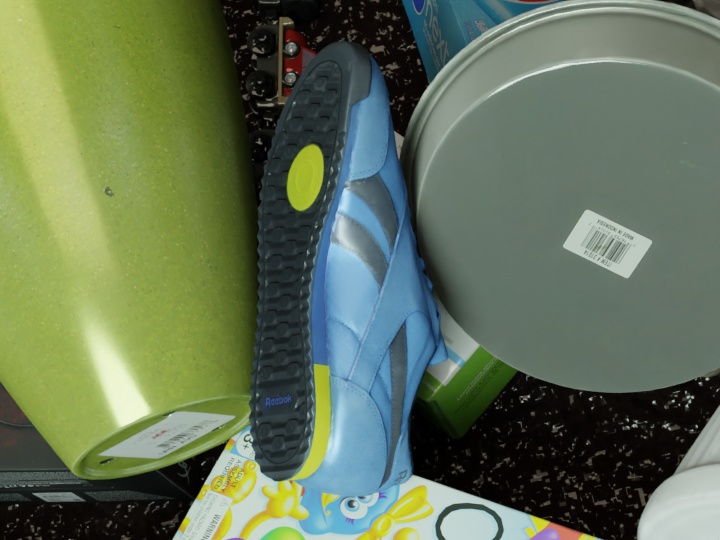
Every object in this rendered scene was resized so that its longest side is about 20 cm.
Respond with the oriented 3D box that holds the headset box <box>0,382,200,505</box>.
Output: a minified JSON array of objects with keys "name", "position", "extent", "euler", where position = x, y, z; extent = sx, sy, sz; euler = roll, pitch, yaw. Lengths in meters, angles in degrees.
[{"name":"headset box","position":[-0.162,0.023,0.939],"extent":[0.149,0.077,0.200],"euler":[-2,69,14]}]

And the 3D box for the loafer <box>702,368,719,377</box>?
[{"name":"loafer","position":[0.137,-0.025,0.819],"extent":[0.072,0.200,0.063],"euler":[-6,49,45]}]

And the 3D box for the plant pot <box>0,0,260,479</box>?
[{"name":"plant pot","position":[-0.120,-0.011,0.811],"extent":[0.187,0.187,0.200],"euler":[-24,72,4]}]

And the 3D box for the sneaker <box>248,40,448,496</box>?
[{"name":"sneaker","position":[0.000,0.000,0.768],"extent":[0.066,0.078,0.201],"euler":[-7,78,58]}]

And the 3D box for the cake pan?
[{"name":"cake pan","position":[0.113,-0.024,0.774],"extent":[0.200,0.201,0.037],"euler":[-2,32,13]}]

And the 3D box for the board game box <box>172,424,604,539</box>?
[{"name":"board game box","position":[0.019,0.160,0.794],"extent":[0.200,0.105,0.103],"euler":[15,64,32]}]

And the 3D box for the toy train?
[{"name":"toy train","position":[-0.043,-0.111,0.990],"extent":[0.046,0.034,0.200],"euler":[0,67,1]}]

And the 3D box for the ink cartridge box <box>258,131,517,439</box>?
[{"name":"ink cartridge box","position":[0.054,-0.037,0.909],"extent":[0.148,0.076,0.200],"euler":[37,82,24]}]

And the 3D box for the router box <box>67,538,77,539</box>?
[{"name":"router box","position":[-0.088,0.233,0.775],"extent":[0.051,0.149,0.200],"euler":[-28,65,3]}]

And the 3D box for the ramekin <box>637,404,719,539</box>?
[{"name":"ramekin","position":[0.229,0.115,0.744],"extent":[0.202,0.202,0.094],"euler":[19,62,20]}]

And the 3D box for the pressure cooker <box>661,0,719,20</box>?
[{"name":"pressure cooker","position":[0.210,-0.127,0.854],"extent":[0.200,0.176,0.179],"euler":[14,74,20]}]

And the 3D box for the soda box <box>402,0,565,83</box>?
[{"name":"soda box","position":[0.069,-0.132,0.911],"extent":[0.064,0.068,0.200],"euler":[-5,47,-12]}]
